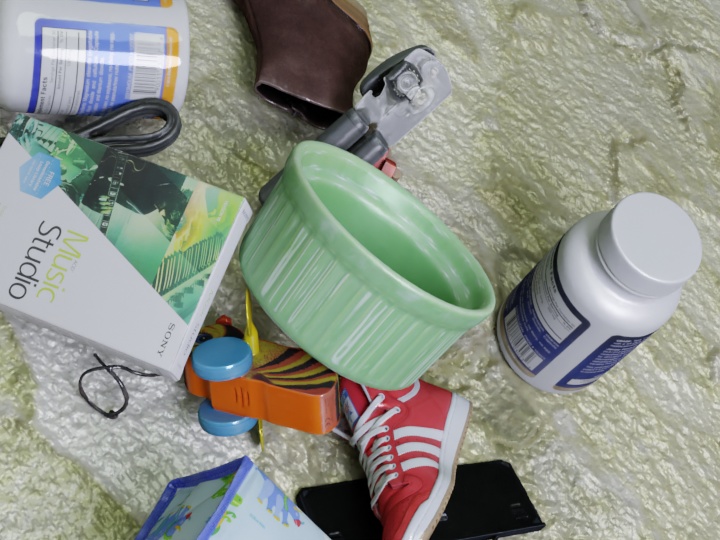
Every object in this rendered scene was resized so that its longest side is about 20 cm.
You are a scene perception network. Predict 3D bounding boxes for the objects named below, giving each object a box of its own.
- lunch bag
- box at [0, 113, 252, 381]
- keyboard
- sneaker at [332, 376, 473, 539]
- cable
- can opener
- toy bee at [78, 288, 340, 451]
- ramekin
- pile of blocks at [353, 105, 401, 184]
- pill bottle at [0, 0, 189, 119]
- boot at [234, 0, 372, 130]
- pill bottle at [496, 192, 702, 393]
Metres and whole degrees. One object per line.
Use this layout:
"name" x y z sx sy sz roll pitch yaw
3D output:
"lunch bag" -0.095 0.261 0.880 0.170 0.127 0.201 45 47 -18
"box" -0.200 -0.020 0.980 0.198 0.036 0.146 20 76 8
"keyboard" 0.050 0.212 1.046 0.198 0.040 0.104 -4 42 -22
"sneaker" 0.018 0.144 1.017 0.112 0.072 0.200 29 31 -3
"cable" -0.245 -0.089 1.063 0.199 0.051 0.097 -33 65 -21
"can opener" -0.006 -0.119 1.135 0.200 0.067 0.053 -41 115 6
"toy bee" -0.101 0.068 1.014 0.198 0.132 0.109 24 32 5
"ramekin" 0.000 0.000 1.019 0.199 0.098 0.200 35 20 -14
"pile of blocks" 0.007 -0.067 1.152 0.081 0.062 0.202 -5 65 -23
"pill bottle" -0.250 -0.187 1.088 0.198 0.112 0.113 1 63 -20
"boot" -0.079 -0.226 1.184 0.199 0.072 0.167 26 44 -16
"pill bottle" 0.202 0.018 1.098 0.110 0.200 0.112 9 61 -16
